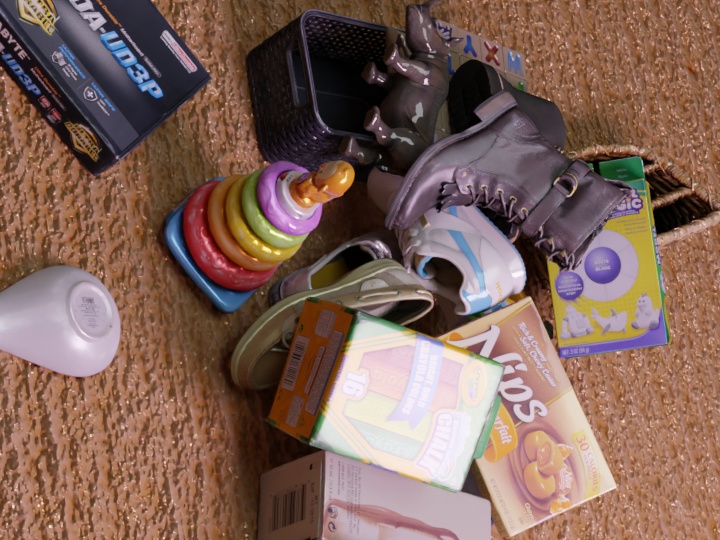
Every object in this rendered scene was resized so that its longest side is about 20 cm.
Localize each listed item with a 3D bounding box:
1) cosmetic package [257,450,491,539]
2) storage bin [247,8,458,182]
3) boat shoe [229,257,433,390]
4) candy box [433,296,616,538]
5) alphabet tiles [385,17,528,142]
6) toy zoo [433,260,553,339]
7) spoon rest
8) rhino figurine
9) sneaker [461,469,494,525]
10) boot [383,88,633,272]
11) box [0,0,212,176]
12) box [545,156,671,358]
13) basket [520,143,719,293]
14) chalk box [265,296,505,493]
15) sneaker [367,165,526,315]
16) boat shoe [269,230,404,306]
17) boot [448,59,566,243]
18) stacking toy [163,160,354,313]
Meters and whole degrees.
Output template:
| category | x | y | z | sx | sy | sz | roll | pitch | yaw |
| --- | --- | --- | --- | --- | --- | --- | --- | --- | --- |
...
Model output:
| category | x | y | z | sx | sy | sz | roll | pitch | yaw |
| --- | --- | --- | --- | --- | --- | --- | --- | --- | --- |
| cosmetic package | 0.014 | 0.237 | 1.598 | 0.199 | 0.103 | 0.088 | 20 | 59 | -33 |
| storage bin | -0.005 | -0.172 | 1.784 | 0.199 | 0.094 | 0.136 | 6 | 67 | -40 |
| boat shoe | -0.027 | 0.057 | 1.624 | 0.200 | 0.063 | 0.073 | -26 | 131 | -24 |
| candy box | 0.147 | 0.139 | 1.669 | 0.115 | 0.055 | 0.201 | -23 | 82 | -9 |
| alphabet tiles | 0.105 | -0.180 | 1.817 | 0.199 | 0.008 | 0.168 | 16 | 61 | -37 |
| toy zoo | 0.135 | 0.034 | 1.806 | 0.200 | 0.020 | 0.131 | 26 | 30 | -46 |
| spoon rest | -0.277 | 0.038 | 1.470 | 0.200 | 0.060 | 0.100 | 11 | 64 | -54 |
| rhino figurine | 0.049 | -0.181 | 1.715 | 0.087 | 0.060 | 0.201 | 30 | 64 | -28 |
| sneaker | 0.115 | 0.182 | 1.730 | 0.087 | 0.075 | 0.201 | 18 | 77 | 8 |
| boot | 0.141 | -0.062 | 1.659 | 0.200 | 0.069 | 0.174 | -43 | 80 | -14 |
| box | -0.250 | -0.208 | 1.609 | 0.200 | 0.046 | 0.159 | 52 | 45 | -10 |
| box | 0.253 | -0.015 | 1.832 | 0.048 | 0.117 | 0.201 | 16 | 66 | -75 |
| basket | 0.287 | -0.079 | 1.966 | 0.200 | 0.149 | 0.143 | -17 | 83 | -45 |
| chalk box | 0.040 | 0.116 | 1.565 | 0.199 | 0.124 | 0.125 | 19 | 88 | -22 |
| sneaker | 0.069 | -0.037 | 1.712 | 0.081 | 0.077 | 0.200 | -28 | 56 | -30 |
| boat shoe | 0.000 | 0.000 | 1.721 | 0.200 | 0.070 | 0.071 | -20 | 84 | -45 |
| boot | 0.169 | -0.109 | 1.789 | 0.138 | 0.077 | 0.201 | 17 | 61 | -42 |
| stacking toy | -0.076 | -0.055 | 1.585 | 0.110 | 0.200 | 0.116 | 52 | 46 | -10 |
